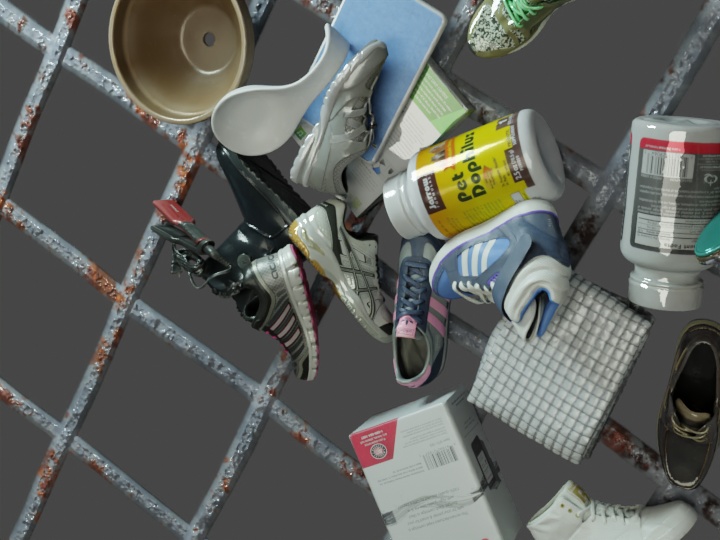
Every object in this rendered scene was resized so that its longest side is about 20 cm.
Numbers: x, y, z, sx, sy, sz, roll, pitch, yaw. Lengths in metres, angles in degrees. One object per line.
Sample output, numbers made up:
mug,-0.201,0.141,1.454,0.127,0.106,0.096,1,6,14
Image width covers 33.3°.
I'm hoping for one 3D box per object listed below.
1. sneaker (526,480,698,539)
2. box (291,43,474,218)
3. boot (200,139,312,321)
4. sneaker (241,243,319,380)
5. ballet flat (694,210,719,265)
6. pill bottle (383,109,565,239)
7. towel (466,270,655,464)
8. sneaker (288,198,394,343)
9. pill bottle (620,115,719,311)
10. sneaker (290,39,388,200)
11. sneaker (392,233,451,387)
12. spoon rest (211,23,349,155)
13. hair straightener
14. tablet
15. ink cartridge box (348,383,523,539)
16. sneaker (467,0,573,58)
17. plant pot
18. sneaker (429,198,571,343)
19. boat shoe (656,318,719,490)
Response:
sneaker,0.291,0.296,1.436,0.199,0.074,0.116,-34,90,27
box,0.023,-0.183,1.471,0.200,0.036,0.145,-42,83,26
boot,-0.155,-0.054,1.552,0.168,0.076,0.200,-43,89,21
sneaker,-0.102,0.059,1.522,0.086,0.074,0.202,-10,127,2
ballet flat,0.425,-0.066,1.259,0.072,0.072,0.201,35,72,12
pill bottle,0.129,-0.104,1.400,0.198,0.109,0.111,-20,93,26
towel,0.237,0.100,1.412,0.164,0.085,0.202,30,107,23
sneaker,0.000,0.000,1.486,0.087,0.076,0.201,-39,112,-4
pill bottle,0.342,-0.063,1.315,0.109,0.111,0.203,8,105,21
sneaker,-0.008,-0.177,1.422,0.081,0.075,0.201,28,117,1
sneaker,0.071,0.046,1.472,0.069,0.082,0.203,1,102,24
spoon rest,-0.095,-0.208,1.442,0.199,0.061,0.099,-39,126,23
hair straightener,-0.220,-0.026,1.559,0.199,0.040,0.078,33,119,48
tablet,0.008,-0.243,1.438,0.129,0.014,0.202,34,111,14
ink cartridge box,0.096,0.265,1.508,0.144,0.083,0.202,-22,93,25
sneaker,0.192,-0.308,1.339,0.199,0.088,0.077,-36,86,26
plant pot,-0.209,-0.290,1.517,0.198,0.093,0.204,6,104,23
sneaker,0.154,0.024,1.359,0.199,0.080,0.148,-35,45,39
boat shoe,0.373,0.157,1.370,0.073,0.073,0.203,7,104,22
